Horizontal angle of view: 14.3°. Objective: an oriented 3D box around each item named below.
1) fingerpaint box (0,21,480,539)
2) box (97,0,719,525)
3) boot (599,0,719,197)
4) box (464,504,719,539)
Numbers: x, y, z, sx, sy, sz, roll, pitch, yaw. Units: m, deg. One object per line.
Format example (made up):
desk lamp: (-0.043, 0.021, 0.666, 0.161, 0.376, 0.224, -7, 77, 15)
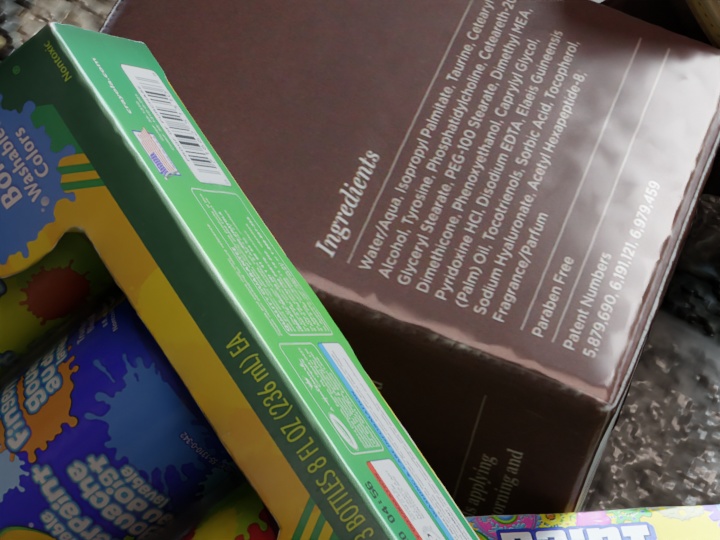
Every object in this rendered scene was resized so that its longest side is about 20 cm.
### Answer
fingerpaint box: (-0.083, 0.060, 0.814, 0.201, 0.167, 0.073, 56, 16, 12)
box: (0.000, 0.000, 0.961, 0.199, 0.166, 0.165, 22, 51, 6)
boot: (0.106, -0.084, 1.033, 0.166, 0.200, 0.073, 5, 57, 47)
box: (0.095, 0.182, 0.869, 0.199, 0.122, 0.193, -1, 50, -16)
